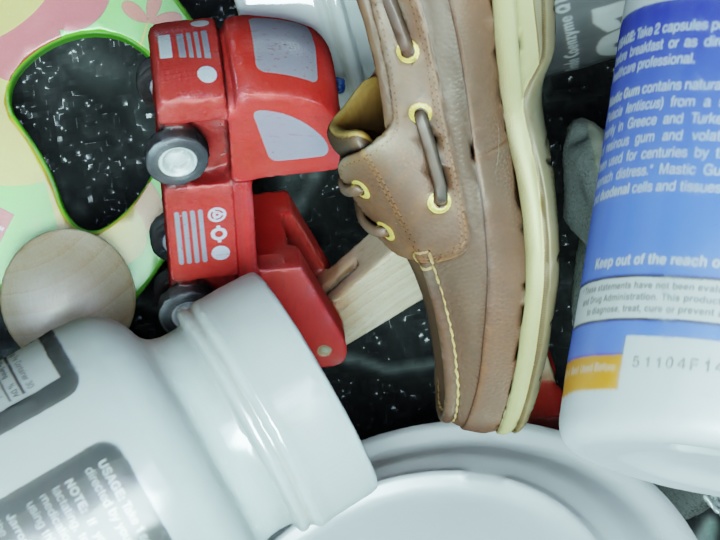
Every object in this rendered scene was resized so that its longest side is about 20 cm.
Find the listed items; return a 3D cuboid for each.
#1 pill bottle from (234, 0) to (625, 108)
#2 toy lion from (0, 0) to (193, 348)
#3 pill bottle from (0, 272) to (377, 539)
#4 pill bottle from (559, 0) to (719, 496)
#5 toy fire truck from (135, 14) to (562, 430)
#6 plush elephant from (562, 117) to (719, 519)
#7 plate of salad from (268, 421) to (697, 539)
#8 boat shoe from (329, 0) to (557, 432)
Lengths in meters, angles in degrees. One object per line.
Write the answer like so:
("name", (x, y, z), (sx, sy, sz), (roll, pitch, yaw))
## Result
("pill bottle", (0.054, -0.121, 1.027), (0.199, 0.113, 0.113), (-15, 97, 2))
("toy lion", (-0.136, -0.089, 1.060), (0.200, 0.069, 0.192), (28, 88, -4))
("pill bottle", (-0.100, 0.084, 0.950), (0.200, 0.111, 0.111), (-30, 96, -6))
("pill bottle", (0.129, -0.035, 0.913), (0.112, 0.112, 0.201), (11, 80, -2))
("toy fire truck", (0.000, 0.000, 1.018), (0.141, 0.049, 0.200), (-6, 129, -5))
("plush elephant", (0.144, 0.013, 1.036), (0.200, 0.165, 0.155), (-34, 56, -28))
("plate of salad", (0.021, 0.136, 0.962), (0.200, 0.200, 0.048), (-24, 137, 2))
("boat shoe", (0.024, -0.041, 0.931), (0.067, 0.072, 0.201), (-5, 118, -3))
